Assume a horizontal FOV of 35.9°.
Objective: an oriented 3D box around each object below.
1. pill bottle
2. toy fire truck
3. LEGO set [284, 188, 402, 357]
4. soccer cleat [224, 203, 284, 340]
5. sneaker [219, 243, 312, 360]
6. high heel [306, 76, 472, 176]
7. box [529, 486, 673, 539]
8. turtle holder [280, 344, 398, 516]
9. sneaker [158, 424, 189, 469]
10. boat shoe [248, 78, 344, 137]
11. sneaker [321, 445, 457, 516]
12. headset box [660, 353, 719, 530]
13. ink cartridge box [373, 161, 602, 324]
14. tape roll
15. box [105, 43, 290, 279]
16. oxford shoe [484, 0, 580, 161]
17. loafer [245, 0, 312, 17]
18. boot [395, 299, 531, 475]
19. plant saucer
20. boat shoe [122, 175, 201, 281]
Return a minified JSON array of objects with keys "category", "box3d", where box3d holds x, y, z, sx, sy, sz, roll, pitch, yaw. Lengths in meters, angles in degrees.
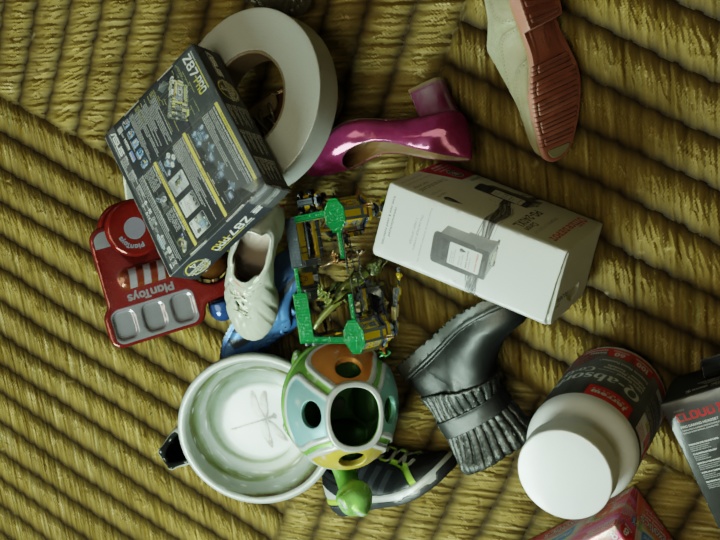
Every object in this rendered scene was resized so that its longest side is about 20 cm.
[{"category":"pill bottle","box3d":[0.237,0.165,1.137,0.115,0.200,0.117,9,111,24]},{"category":"toy fire truck","box3d":[-0.221,-0.011,1.327,0.112,0.198,0.170,-177,72,-70]},{"category":"LEGO set","box3d":[0.000,0.000,1.254,0.153,0.115,0.202,-19,84,52]},{"category":"soccer cleat","box3d":[-0.126,0.008,1.263,0.069,0.078,0.201,16,127,6]},{"category":"sneaker","box3d":[-0.112,0.065,1.370,0.078,0.066,0.201,34,119,11]},{"category":"high heel","box3d":[0.029,-0.125,1.222,0.199,0.067,0.097,-25,74,20]},{"category":"box","box3d":[0.249,0.343,1.255,0.200,0.095,0.103,-36,88,32]},{"category":"turtle holder","box3d":[-0.026,0.175,1.283,0.140,0.132,0.187,23,88,-14]},{"category":"sneaker","box3d":[-0.186,0.203,1.451,0.200,0.080,0.074,-41,84,30]},{"category":"boat shoe","box3d":[-0.105,-0.161,1.282,0.199,0.074,0.076,-31,92,33]},{"category":"sneaker","box3d":[0.022,0.242,1.357,0.199,0.072,0.083,-24,93,32]},{"category":"headset box","box3d":[0.408,0.170,1.122,0.148,0.075,0.201,-23,96,33]},{"category":"ink cartridge box","box3d":[0.136,-0.033,1.155,0.199,0.145,0.084,22,112,20]},{"category":"tape roll","box3d":[-0.115,-0.185,1.219,0.201,0.037,0.205,-4,83,34]},{"category":"box","box3d":[-0.182,-0.117,1.205,0.161,0.049,0.201,-42,64,25]},{"category":"oxford shoe","box3d":[0.172,-0.211,1.134,0.074,0.070,0.202,8,114,52]},{"category":"loafer","box3d":[-0.133,-0.358,1.237,0.199,0.068,0.076,34,124,-4]},{"category":"boot","box3d":[0.148,0.122,1.240,0.158,0.079,0.211,55,133,9]},{"category":"plant saucer","box3d":[-0.126,0.191,1.387,0.198,0.050,0.202,1,106,3]},{"category":"boat shoe","box3d":[-0.261,-0.054,1.406,0.074,0.068,0.202,-14,99,33]}]
